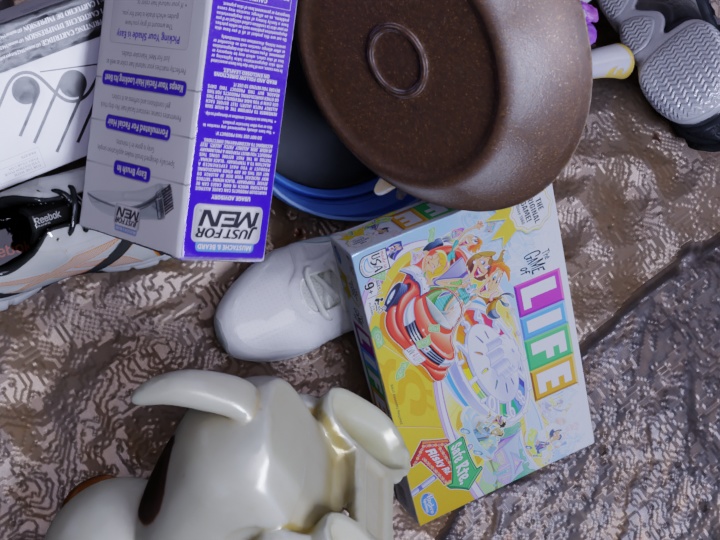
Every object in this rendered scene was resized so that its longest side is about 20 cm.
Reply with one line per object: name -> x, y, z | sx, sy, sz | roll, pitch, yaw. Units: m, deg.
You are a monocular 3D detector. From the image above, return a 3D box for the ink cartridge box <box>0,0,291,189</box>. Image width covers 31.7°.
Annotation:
ink cartridge box -> -0.151, -0.132, 0.780 | 0.200, 0.044, 0.094 | -25, 116, -18

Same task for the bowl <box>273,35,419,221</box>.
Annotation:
bowl -> -0.005, -0.132, 0.810 | 0.200, 0.039, 0.201 | -10, 108, -31

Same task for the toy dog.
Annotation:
toy dog -> -0.093, 0.153, 0.717 | 0.194, 0.200, 0.140 | 38, 32, -40

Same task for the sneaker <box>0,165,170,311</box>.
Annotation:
sneaker -> -0.169, -0.030, 0.780 | 0.200, 0.080, 0.074 | -26, 85, -17

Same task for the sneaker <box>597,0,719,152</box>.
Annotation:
sneaker -> 0.229, -0.157, 0.896 | 0.114, 0.075, 0.200 | 41, 32, -43

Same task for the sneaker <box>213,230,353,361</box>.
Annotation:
sneaker -> 0.000, 0.000, 0.813 | 0.200, 0.080, 0.070 | -22, 88, -14

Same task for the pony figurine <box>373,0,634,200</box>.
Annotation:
pony figurine -> 0.091, -0.138, 0.750 | 0.200, 0.193, 0.167 | -34, 66, -22

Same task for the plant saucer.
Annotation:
plant saucer -> 0.029, -0.117, 0.679 | 0.037, 0.200, 0.200 | -32, 88, -38

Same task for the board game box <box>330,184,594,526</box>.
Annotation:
board game box -> 0.068, 0.047, 0.790 | 0.134, 0.034, 0.200 | -23, 118, -15

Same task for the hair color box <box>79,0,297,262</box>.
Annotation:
hair color box -> -0.096, -0.112, 0.712 | 0.065, 0.109, 0.200 | 3, 99, -43
